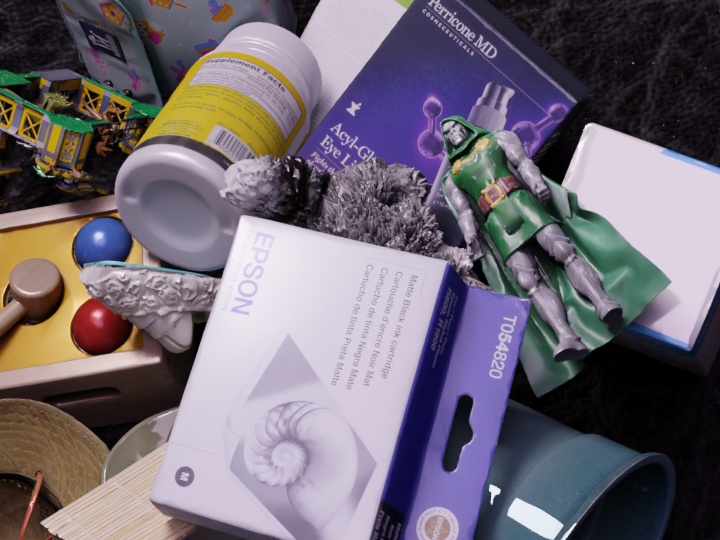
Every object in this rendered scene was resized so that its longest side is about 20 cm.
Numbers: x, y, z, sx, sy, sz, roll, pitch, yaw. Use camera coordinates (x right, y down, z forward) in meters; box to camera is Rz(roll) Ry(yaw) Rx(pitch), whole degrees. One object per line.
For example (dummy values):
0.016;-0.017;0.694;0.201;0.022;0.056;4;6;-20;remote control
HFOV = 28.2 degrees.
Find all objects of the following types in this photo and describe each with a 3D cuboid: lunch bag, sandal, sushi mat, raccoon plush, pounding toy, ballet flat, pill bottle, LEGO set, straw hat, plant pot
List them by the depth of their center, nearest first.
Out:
-0.109;0.135;0.957;0.199;0.012;0.095;-31;32;-32;sushi mat
0.000;0.000;0.997;0.198;0.097;0.134;-2;45;-38;raccoon plush
0.082;0.171;0.998;0.195;0.201;0.201;29;71;31;plant pot
-0.114;0.032;1.082;0.198;0.072;0.072;6;57;-30;ballet flat
-0.107;0.123;1.086;0.199;0.057;0.080;-24;67;-2;sandal
-0.272;0.199;1.090;0.085;0.200;0.203;-13;48;56;straw hat
-0.106;-0.104;1.143;0.113;0.115;0.201;10;43;16;pill bottle
-0.245;0.042;1.145;0.198;0.143;0.186;-9;61;6;pounding toy
-0.258;-0.092;1.203;0.152;0.200;0.117;23;108;8;LEGO set
-0.168;-0.231;1.253;0.197;0.171;0.123;-6;55;8;lunch bag

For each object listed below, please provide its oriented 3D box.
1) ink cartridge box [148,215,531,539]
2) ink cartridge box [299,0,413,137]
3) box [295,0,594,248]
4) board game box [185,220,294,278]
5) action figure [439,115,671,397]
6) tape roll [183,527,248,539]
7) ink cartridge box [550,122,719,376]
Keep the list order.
-0.010;0.080;0.899;0.198;0.041;0.202;12;71;11;ink cartridge box
0.009;-0.148;1.239;0.148;0.075;0.201;40;110;25;ink cartridge box
0.061;-0.106;1.116;0.148;0.104;0.201;40;108;6;box
-0.045;0.053;1.160;0.125;0.035;0.201;-28;63;-4;board game box
0.107;-0.031;0.971;0.118;0.055;0.201;-41;58;15;action figure
-0.097;0.252;0.971;0.071;0.202;0.204;-37;60;15;tape roll
0.216;-0.007;1.061;0.127;0.200;0.126;22;86;20;ink cartridge box
